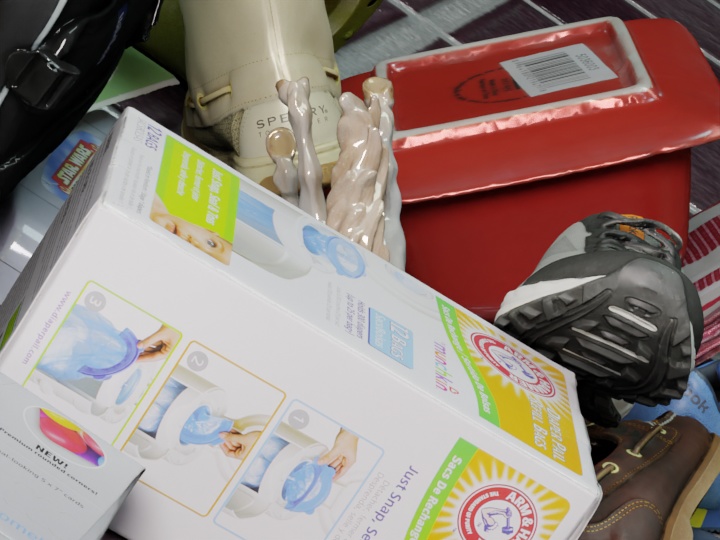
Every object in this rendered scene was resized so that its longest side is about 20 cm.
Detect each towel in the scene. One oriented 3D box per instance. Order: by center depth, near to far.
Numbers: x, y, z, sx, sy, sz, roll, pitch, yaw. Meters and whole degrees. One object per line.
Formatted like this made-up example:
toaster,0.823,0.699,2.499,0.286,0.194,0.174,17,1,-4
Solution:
towel,0.169,0.005,1.403,0.023,0.144,0.200,57,12,-12

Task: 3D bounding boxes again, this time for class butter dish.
butter dish,0.084,-0.029,1.352,0.199,0.148,0.200,-12,20,2

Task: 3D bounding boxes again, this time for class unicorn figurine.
unicorn figurine,0.000,0.000,1.107,0.200,0.074,0.138,26,53,-74

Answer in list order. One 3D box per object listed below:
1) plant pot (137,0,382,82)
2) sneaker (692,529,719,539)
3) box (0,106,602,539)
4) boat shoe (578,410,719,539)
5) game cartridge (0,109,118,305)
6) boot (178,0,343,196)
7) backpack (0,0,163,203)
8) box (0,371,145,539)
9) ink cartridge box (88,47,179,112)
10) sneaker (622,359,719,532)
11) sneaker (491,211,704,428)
plant pot,-0.085,-0.194,1.432,0.193,0.200,0.200,51,21,14
sneaker,0.182,0.150,1.113,0.075,0.085,0.200,25,18,-26
box,-0.027,0.048,0.971,0.200,0.102,0.113,31,17,-10
boat shoe,0.105,0.093,1.149,0.070,0.070,0.200,39,17,3
game cartridge,-0.088,-0.007,1.130,0.133,0.042,0.200,37,16,-6
boot,-0.056,-0.121,1.265,0.073,0.156,0.200,-14,12,-7
backpack,-0.148,-0.113,1.037,0.150,0.178,0.200,37,30,3
box,-0.154,0.061,0.802,0.156,0.041,0.200,33,17,-3
ink cartridge box,-0.191,-0.116,1.217,0.200,0.048,0.146,37,17,6
sneaker,0.190,0.082,1.335,0.066,0.079,0.200,42,17,31
sneaker,0.094,0.009,1.066,0.074,0.080,0.200,25,-7,-1
